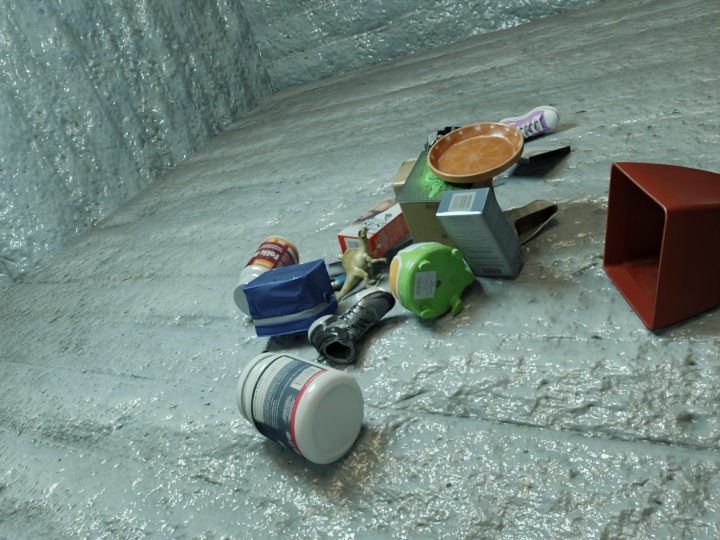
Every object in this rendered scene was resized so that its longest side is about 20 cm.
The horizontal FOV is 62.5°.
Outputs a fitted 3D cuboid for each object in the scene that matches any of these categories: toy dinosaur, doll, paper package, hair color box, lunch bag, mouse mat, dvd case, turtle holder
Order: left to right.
[{"bbox_3d":[-0.140,0.067,1.278,0.194,0.137,0.136,-10,14,26],"label":"lunch bag"},{"bbox_3d":[-0.060,0.006,1.405,0.194,0.050,0.138,-12,31,21],"label":"doll"},{"bbox_3d":[0.000,0.000,1.331,0.098,0.206,0.058,23,12,3],"label":"toy dinosaur"},{"bbox_3d":[0.049,-0.104,1.430,0.109,0.066,0.199,7,34,41],"label":"hair color box"},{"bbox_3d":[0.137,0.003,1.160,0.183,0.144,0.131,-35,29,-20],"label":"turtle holder"},{"bbox_3d":[0.170,-0.201,1.225,0.156,0.008,0.202,1,41,30],"label":"mouse mat"},{"bbox_3d":[0.194,-0.151,1.322,0.195,0.194,0.104,-1,39,35],"label":"paper package"},{"bbox_3d":[0.233,-0.069,1.139,0.097,0.200,0.062,2,57,38],"label":"hair color box"},{"bbox_3d":[0.428,-0.299,1.520,0.196,0.018,0.140,-20,21,-38],"label":"dvd case"}]

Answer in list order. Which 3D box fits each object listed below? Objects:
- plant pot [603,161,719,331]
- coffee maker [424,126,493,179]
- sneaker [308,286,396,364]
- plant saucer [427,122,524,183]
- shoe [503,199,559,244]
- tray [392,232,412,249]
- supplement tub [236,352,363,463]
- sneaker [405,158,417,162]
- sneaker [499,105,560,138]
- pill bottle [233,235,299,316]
[{"bbox_3d":[0.510,-0.052,0.935,0.169,0.206,0.202,-6,29,3],"label":"plant pot"},{"bbox_3d":[0.259,-0.291,1.610,0.187,0.137,0.202,24,36,-2],"label":"coffee maker"},{"bbox_3d":[-0.008,0.114,1.157,0.196,0.077,0.115,-29,28,2],"label":"sneaker"},{"bbox_3d":[0.233,-0.236,1.202,0.193,0.033,0.203,-14,37,10],"label":"plant saucer"},{"bbox_3d":[0.334,-0.097,1.254,0.196,0.072,0.053,-29,20,-14],"label":"shoe"},{"bbox_3d":[0.085,-0.118,1.534,0.105,0.023,0.200,-29,28,-11],"label":"tray"},{"bbox_3d":[-0.102,0.218,0.975,0.196,0.144,0.140,8,40,45],"label":"supplement tub"},{"bbox_3d":[0.195,-0.224,1.487,0.193,0.083,0.089,12,19,5],"label":"sneaker"},{"bbox_3d":[0.460,-0.388,1.668,0.197,0.074,0.115,-11,32,44],"label":"sneaker"},{"bbox_3d":[-0.230,0.013,1.451,0.111,0.117,0.202,-10,31,23],"label":"pill bottle"}]
